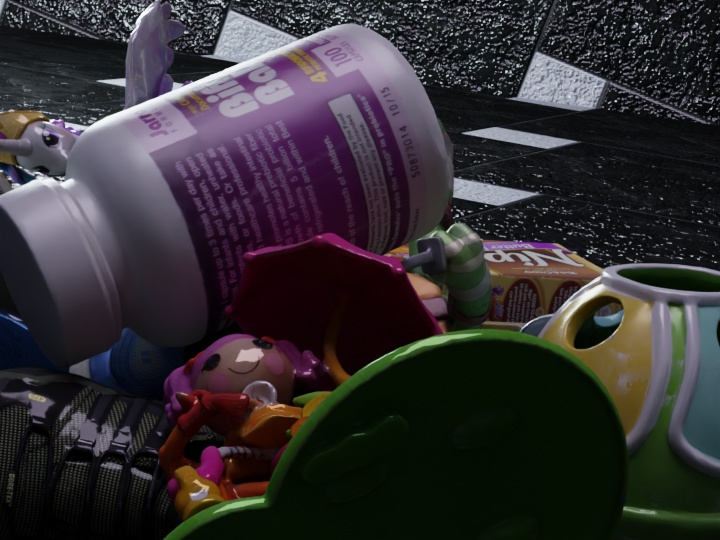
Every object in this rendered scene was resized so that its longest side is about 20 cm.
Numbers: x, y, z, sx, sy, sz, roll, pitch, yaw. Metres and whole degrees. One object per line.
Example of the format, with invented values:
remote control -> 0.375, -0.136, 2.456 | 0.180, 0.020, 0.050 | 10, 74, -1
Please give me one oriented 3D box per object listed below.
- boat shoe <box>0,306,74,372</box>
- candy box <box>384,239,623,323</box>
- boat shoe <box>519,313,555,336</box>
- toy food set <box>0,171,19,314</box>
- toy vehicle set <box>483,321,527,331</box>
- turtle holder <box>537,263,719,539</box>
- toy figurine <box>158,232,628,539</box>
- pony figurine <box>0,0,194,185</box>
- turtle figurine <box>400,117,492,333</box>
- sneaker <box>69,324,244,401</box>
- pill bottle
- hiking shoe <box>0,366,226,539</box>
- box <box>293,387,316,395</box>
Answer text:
boat shoe -> -0.229, 0.034, 0.982 | 0.198, 0.085, 0.069 | 12, 12, 16
candy box -> 0.071, 0.015, 1.314 | 0.198, 0.057, 0.117 | 1, 13, -19
boat shoe -> 0.181, 0.072, 1.018 | 0.198, 0.074, 0.068 | 17, 18, 19
toy food set -> -0.214, -0.024, 1.012 | 0.142, 0.061, 0.200 | -3, -38, 23
toy vehicle set -> 0.123, 0.070, 1.148 | 0.123, 0.027, 0.200 | 3, 13, -21
turtle holder -> 0.128, 0.066, 0.907 | 0.184, 0.133, 0.141 | 5, 12, -10
toy figurine -> -0.020, 0.062, 0.765 | 0.199, 0.151, 0.184 | -22, 31, -11
pony figurine -> -0.134, -0.073, 1.220 | 0.199, 0.168, 0.193 | 22, 20, 7
turtle figurine -> 0.000, 0.000, 1.013 | 0.198, 0.144, 0.195 | 11, 45, -20
sneaker -> -0.086, 0.009, 0.981 | 0.089, 0.079, 0.201 | -28, 32, 22
pill bottle -> -0.067, -0.032, 0.876 | 0.199, 0.113, 0.112 | -25, 24, -22
hiking shoe -> -0.103, 0.087, 0.812 | 0.199, 0.076, 0.100 | 0, 10, -34
box -> -0.091, 0.031, 1.162 | 0.158, 0.046, 0.200 | -2, 14, -32
